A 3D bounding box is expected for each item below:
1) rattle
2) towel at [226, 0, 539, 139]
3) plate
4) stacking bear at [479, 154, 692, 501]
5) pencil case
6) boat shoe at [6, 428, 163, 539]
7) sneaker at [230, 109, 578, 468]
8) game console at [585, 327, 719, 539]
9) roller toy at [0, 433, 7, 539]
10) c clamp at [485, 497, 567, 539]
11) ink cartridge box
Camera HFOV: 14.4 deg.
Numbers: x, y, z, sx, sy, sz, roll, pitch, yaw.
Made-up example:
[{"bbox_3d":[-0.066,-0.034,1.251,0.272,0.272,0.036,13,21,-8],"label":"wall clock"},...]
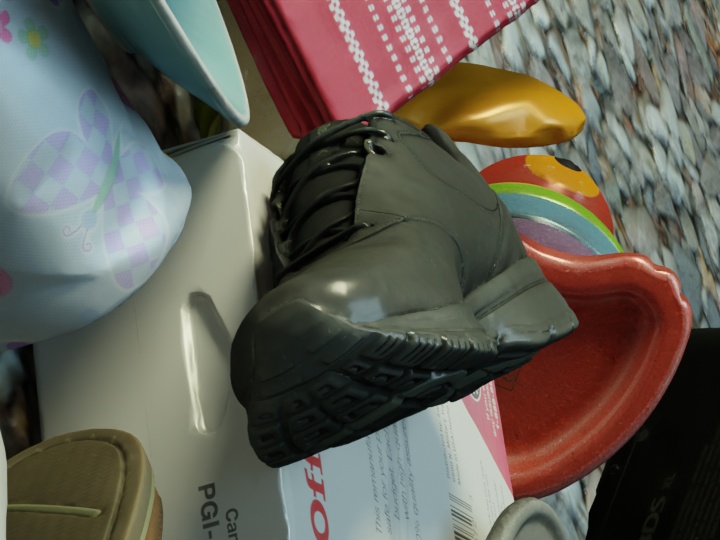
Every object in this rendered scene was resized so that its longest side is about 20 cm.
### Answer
[{"bbox_3d":[-0.008,-0.138,0.990,0.130,0.142,0.202,18,65,-79],"label":"rattle"},{"bbox_3d":[0.023,-0.149,0.945,0.200,0.022,0.145,-38,111,-29],"label":"towel"},{"bbox_3d":[-0.084,-0.128,0.812,0.201,0.025,0.200,64,5,-10],"label":"plate"},{"bbox_3d":[0.062,0.009,1.144,0.200,0.121,0.114,-68,179,-74],"label":"stacking bear"},{"bbox_3d":[-0.121,-0.073,0.767,0.201,0.083,0.091,60,30,-30],"label":"pencil case"},{"bbox_3d":[-0.092,0.127,0.720,0.068,0.071,0.201,64,32,-33],"label":"boat shoe"},{"bbox_3d":[0.000,0.000,0.824,0.091,0.076,0.200,64,14,4],"label":"sneaker"},{"bbox_3d":[0.135,0.134,1.093,0.116,0.175,0.201,38,63,-33],"label":"game console"},{"bbox_3d":[-0.142,0.081,0.446,0.183,0.199,0.141,49,31,-58],"label":"roller toy"},{"bbox_3d":[0.052,0.183,0.912,0.171,0.027,0.201,-45,130,-56],"label":"c clamp"},{"bbox_3d":[-0.022,0.060,0.919,0.200,0.082,0.148,35,43,-59],"label":"ink cartridge box"}]
